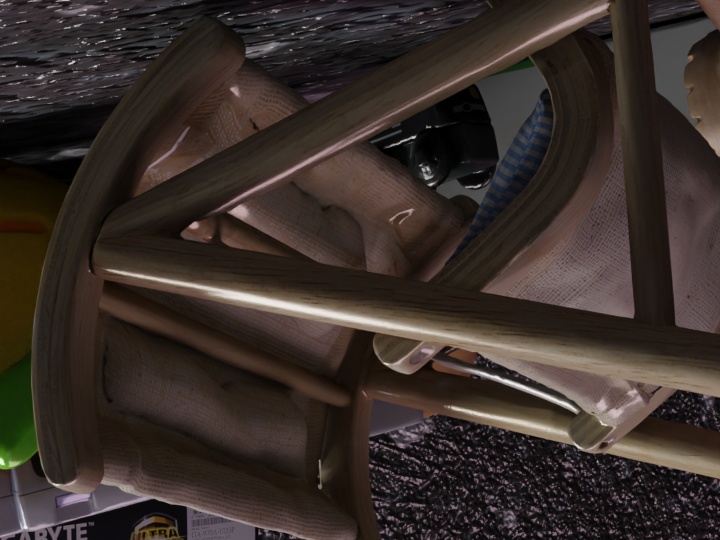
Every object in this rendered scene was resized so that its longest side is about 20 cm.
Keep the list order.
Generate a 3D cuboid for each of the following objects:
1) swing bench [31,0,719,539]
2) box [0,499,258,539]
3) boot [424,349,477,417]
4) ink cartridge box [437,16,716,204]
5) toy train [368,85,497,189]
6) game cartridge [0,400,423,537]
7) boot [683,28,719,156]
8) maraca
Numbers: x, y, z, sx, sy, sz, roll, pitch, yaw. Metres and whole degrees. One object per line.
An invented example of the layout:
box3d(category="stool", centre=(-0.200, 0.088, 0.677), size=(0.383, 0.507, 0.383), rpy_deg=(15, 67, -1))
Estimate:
box3d(category="swing bench", centre=(0.037, 0.004, 0.630), size=(0.198, 0.131, 0.199), rpy_deg=(-9, 164, 22))
box3d(category="box", centre=(-0.166, 0.118, 0.972), size=(0.158, 0.047, 0.199), rpy_deg=(-2, -179, -43))
box3d(category="boot", centre=(0.024, 0.000, 1.145), size=(0.199, 0.147, 0.071), rpy_deg=(-8, 139, -35))
box3d(category="ink cartridge box", centre=(0.124, -0.031, 0.892), size=(0.145, 0.084, 0.200), rpy_deg=(-11, 167, 25))
box3d(category="toy train", centre=(-0.032, -0.031, 0.798), size=(0.199, 0.046, 0.034), rpy_deg=(-18, 167, 40))
box3d(category="game cartridge", centre=(-0.087, 0.063, 0.877), size=(0.198, 0.039, 0.129), rpy_deg=(-14, -175, -20))
box3d(category="boot", centre=(0.216, -0.075, 0.777), size=(0.107, 0.076, 0.199), rpy_deg=(-23, 173, 43))
box3d(category="maraca", centre=(-0.136, 0.017, 0.783), size=(0.199, 0.107, 0.137), rpy_deg=(8, -130, 44))
